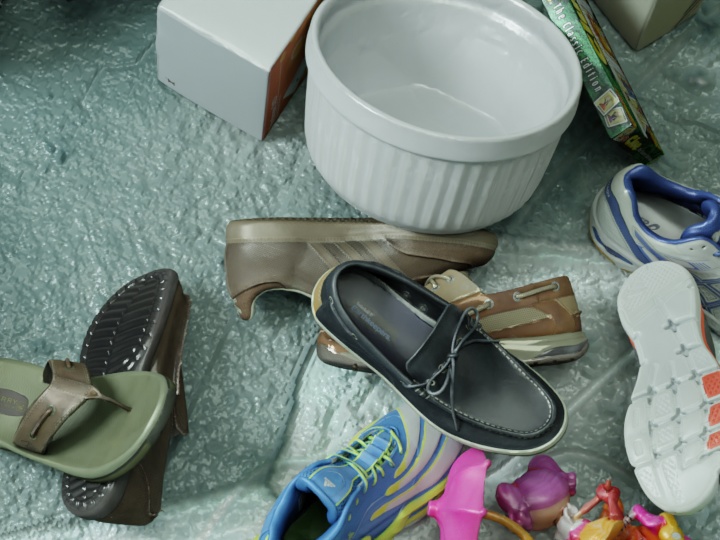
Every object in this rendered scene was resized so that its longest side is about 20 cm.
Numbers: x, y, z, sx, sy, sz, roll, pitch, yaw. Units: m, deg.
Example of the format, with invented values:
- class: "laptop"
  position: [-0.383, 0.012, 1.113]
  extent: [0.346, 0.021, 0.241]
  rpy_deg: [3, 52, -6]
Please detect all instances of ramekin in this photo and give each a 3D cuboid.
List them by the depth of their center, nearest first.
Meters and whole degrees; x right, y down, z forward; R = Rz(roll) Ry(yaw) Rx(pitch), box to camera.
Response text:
- class: "ramekin"
  position: [0.052, -0.116, 1.651]
  extent: [0.199, 0.105, 0.201]
  rpy_deg: [8, 40, -7]

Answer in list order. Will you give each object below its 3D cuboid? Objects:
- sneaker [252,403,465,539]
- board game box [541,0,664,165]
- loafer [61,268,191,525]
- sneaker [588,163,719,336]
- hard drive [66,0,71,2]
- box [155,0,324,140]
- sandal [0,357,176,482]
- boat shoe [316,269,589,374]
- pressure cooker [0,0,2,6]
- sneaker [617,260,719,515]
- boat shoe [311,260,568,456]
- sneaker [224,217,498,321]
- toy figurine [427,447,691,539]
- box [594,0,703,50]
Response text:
- class: "sneaker"
  position: [0.003, 0.151, 1.578]
  extent: [0.076, 0.105, 0.200]
  rpy_deg: [42, 72, 11]
- class: "board game box"
  position: [0.166, -0.178, 1.720]
  extent: [0.023, 0.105, 0.201]
  rpy_deg: [-29, 72, 17]
- class: "loafer"
  position: [-0.158, 0.093, 1.616]
  extent: [0.073, 0.071, 0.201]
  rpy_deg: [-11, 54, 37]
- class: "sneaker"
  position: [0.261, -0.009, 1.671]
  extent: [0.199, 0.088, 0.075]
  rpy_deg: [25, 67, 3]
- class: "hard drive"
  position: [-0.149, -0.296, 1.697]
  extent: [0.199, 0.038, 0.140]
  rpy_deg: [-28, 41, 14]
- class: "box"
  position: [-0.059, -0.220, 1.703]
  extent: [0.097, 0.124, 0.200]
  rpy_deg: [30, 70, 7]
- class: "sandal"
  position: [-0.210, 0.094, 1.557]
  extent: [0.200, 0.057, 0.080]
  rpy_deg: [3, 63, 35]
- class: "boat shoe"
  position: [0.064, 0.037, 1.639]
  extent: [0.199, 0.076, 0.072]
  rpy_deg: [-3, 86, -16]
- class: "pressure cooker"
  position: [-0.329, -0.246, 1.655]
  extent: [0.199, 0.179, 0.177]
  rpy_deg: [7, 78, 6]
- class: "sneaker"
  position: [0.232, 0.090, 1.621]
  extent: [0.077, 0.082, 0.201]
  rpy_deg: [-13, 53, 20]
- class: "boat shoe"
  position: [0.053, 0.058, 1.561]
  extent: [0.200, 0.062, 0.075]
  rpy_deg: [35, 72, 7]
- class: "sneaker"
  position: [0.000, 0.000, 1.668]
  extent: [0.199, 0.070, 0.076]
  rpy_deg: [1, 94, -6]
- class: "toy figurine"
  position: [0.142, 0.186, 1.578]
  extent: [0.184, 0.150, 0.200]
  rpy_deg: [41, 49, 20]
- class: "box"
  position: [0.224, -0.251, 1.699]
  extent: [0.068, 0.200, 0.082]
  rpy_deg: [-32, 76, -16]
